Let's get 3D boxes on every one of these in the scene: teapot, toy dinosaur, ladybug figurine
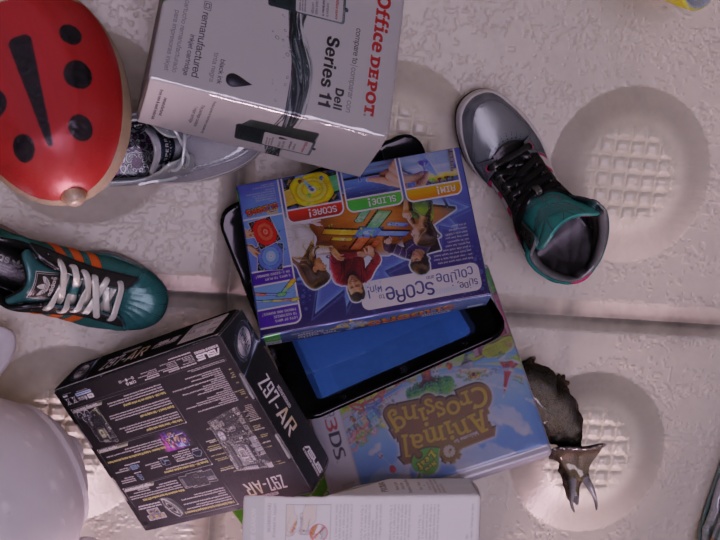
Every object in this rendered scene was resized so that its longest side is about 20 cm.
[{"bbox_3d":[-0.297,0.189,1.003,0.145,0.197,0.202,-27,144,-42],"label":"teapot"},{"bbox_3d":[0.169,0.120,1.106,0.077,0.102,0.201,-36,108,-2],"label":"toy dinosaur"},{"bbox_3d":[-0.253,-0.146,0.934,0.134,0.072,0.202,-22,77,-7],"label":"ladybug figurine"}]

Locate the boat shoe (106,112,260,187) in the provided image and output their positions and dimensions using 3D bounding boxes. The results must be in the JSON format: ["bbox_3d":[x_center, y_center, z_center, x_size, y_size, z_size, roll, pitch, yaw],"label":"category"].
[{"bbox_3d":[-0.173,-0.101,0.999,0.198,0.072,0.071,-9,105,-9],"label":"boat shoe"}]

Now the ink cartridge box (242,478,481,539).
[{"bbox_3d":[-0.001,0.258,0.986,0.197,0.047,0.163,1,98,-6],"label":"ink cartridge box"}]

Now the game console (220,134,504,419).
[{"bbox_3d":[0.000,0.000,1.033,0.198,0.116,0.178,-22,107,-8],"label":"game console"}]

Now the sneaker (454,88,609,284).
[{"bbox_3d":[0.156,-0.067,1.049,0.083,0.121,0.201,-34,107,-2],"label":"sneaker"}]

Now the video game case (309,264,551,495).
[{"bbox_3d":[0.049,0.107,1.059,0.197,0.022,0.184,-17,70,-2],"label":"video game case"}]

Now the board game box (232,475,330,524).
[{"bbox_3d":[-0.045,0.230,1.063,0.095,0.030,0.200,-43,64,1],"label":"board game box"}]

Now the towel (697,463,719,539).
[{"bbox_3d":[0.451,0.218,1.216,0.169,0.048,0.203,14,100,-14],"label":"towel"}]

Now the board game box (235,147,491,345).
[{"bbox_3d":[0.001,-0.021,1.010,0.197,0.035,0.137,-9,75,-3],"label":"board game box"}]

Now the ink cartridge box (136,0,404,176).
[{"bbox_3d":[-0.070,-0.178,0.968,0.197,0.083,0.149,12,69,-15],"label":"ink cartridge box"}]

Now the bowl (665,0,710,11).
[{"bbox_3d":[0.260,-0.332,1.004,0.107,0.199,0.203,20,101,28],"label":"bowl"}]

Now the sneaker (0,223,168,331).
[{"bbox_3d":[-0.259,0.013,1.002,0.197,0.080,0.072,16,99,-15],"label":"sneaker"}]

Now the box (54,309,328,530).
[{"bbox_3d":[-0.147,0.134,1.017,0.198,0.044,0.161,-20,109,32],"label":"box"}]
